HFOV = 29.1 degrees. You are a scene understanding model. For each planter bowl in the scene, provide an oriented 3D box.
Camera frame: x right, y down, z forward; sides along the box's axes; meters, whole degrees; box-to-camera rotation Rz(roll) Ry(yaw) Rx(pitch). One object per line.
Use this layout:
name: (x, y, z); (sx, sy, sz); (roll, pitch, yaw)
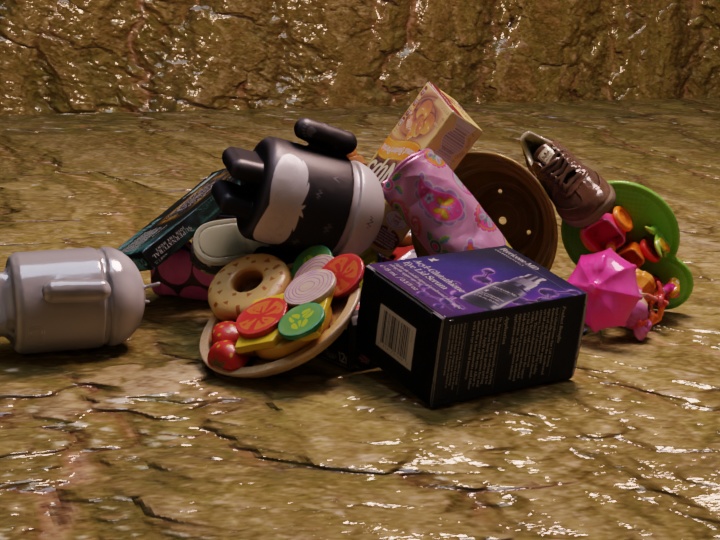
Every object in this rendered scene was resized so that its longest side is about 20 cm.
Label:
planter bowl: (0.171, -0.058, 1.783); (0.199, 0.202, 0.083); (8, 16, 26)

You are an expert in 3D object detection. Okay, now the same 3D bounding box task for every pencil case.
pencil case: (-0.167, -0.004, 1.784); (0.198, 0.091, 0.094); (5, 45, 13)
pencil case: (0.107, -0.050, 1.642); (0.200, 0.087, 0.087); (50, 28, 8)

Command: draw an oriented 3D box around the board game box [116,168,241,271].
board game box: (-0.218, -0.066, 1.735); (0.200, 0.028, 0.135); (-42, 17, -26)

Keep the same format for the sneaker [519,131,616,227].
sneaker: (0.244, -0.115, 1.712); (0.075, 0.070, 0.200); (41, 5, -23)

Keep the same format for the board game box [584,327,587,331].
board game box: (0.175, 0.055, 1.661); (0.157, 0.039, 0.200); (10, 16, 31)

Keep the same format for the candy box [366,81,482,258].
candy box: (0.060, -0.128, 1.752); (0.055, 0.200, 0.116); (31, 14, -25)

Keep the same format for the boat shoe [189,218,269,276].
boat shoe: (-0.108, -0.029, 1.689); (0.199, 0.072, 0.061); (-1, -20, -16)

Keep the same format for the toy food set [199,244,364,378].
toy food set: (-0.088, 0.041, 1.516); (0.196, 0.049, 0.201); (-13, 32, 21)

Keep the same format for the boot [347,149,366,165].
boot: (-0.039, -0.094, 1.925); (0.076, 0.156, 0.200); (-30, 5, -33)

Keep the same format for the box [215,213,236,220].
box: (-0.121, -0.042, 1.830); (0.120, 0.033, 0.200); (4, -20, 8)

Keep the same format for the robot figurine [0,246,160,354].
robot figurine: (-0.328, 0.033, 1.558); (0.198, 0.114, 0.169); (-4, -4, -20)

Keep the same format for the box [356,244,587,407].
box: (0.118, 0.055, 1.483); (0.199, 0.105, 0.148); (-9, 27, -34)

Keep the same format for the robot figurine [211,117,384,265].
robot figurine: (-0.070, -0.084, 1.613); (0.198, 0.126, 0.150); (14, -35, -20)

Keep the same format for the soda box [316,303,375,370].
soda box: (-0.046, 0.056, 1.595); (0.070, 0.064, 0.199); (-9, 18, -37)

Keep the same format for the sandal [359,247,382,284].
sandal: (0.000, 0.000, 1.803); (0.079, 0.087, 0.200); (-30, 29, 11)

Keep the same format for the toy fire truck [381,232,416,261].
toy fire truck: (0.102, -0.037, 1.925); (0.199, 0.113, 0.168); (14, 37, 44)

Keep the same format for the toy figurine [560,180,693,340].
toy figurine: (0.317, 0.018, 1.682); (0.150, 0.200, 0.184); (-33, 16, 33)
